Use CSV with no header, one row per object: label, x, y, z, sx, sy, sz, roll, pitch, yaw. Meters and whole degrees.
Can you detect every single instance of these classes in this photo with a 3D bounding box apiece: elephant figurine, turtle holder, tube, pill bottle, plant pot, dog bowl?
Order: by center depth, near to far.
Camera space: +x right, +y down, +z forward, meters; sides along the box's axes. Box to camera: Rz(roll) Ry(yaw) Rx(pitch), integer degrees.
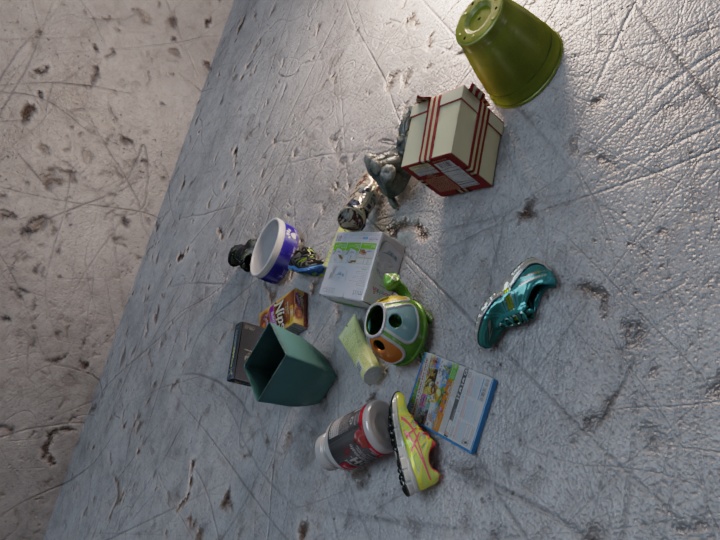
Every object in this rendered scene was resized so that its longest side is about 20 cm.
plant pot,0.314,-0.503,1.223,0.198,0.190,0.207,-27,51,40
pill bottle,-0.012,0.375,1.224,0.198,0.109,0.114,-36,46,35
turtle holder,0.082,0.111,1.232,0.139,0.129,0.191,20,86,54
tube,-0.002,0.193,1.357,0.056,0.053,0.201,-21,36,-10
plant pot,-0.169,0.255,1.415,0.144,0.197,0.142,-57,38,11
elephant figurine,0.116,-0.298,1.427,0.198,0.156,0.142,-40,75,-7
tube,-0.050,-0.095,1.585,0.056,0.052,0.206,21,81,10
dog bowl,-0.285,-0.063,1.817,0.199,0.077,0.205,-40,37,39

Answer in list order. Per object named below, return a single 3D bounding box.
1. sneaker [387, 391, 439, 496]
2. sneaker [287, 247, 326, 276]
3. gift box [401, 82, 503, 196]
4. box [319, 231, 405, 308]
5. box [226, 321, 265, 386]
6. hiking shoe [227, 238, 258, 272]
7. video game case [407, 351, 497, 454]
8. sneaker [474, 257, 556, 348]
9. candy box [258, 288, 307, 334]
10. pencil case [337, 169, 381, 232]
sneaker,0.108,0.345,1.120,0.079,0.087,0.206,93,166,-61
sneaker,-0.160,-0.029,1.666,0.197,0.069,0.086,10,84,56
gift box,0.208,-0.306,1.252,0.181,0.198,0.193,-2,67,45
box,0.000,0.000,1.426,0.197,0.095,0.183,3,74,52
box,-0.267,0.249,1.543,0.050,0.196,0.163,-25,52,47
hiking shoe,-0.429,-0.042,2.011,0.197,0.075,0.104,-25,49,41
video game case,0.179,0.263,1.122,0.197,0.017,0.148,13,83,54
sneaker,0.289,0.071,1.044,0.202,0.076,0.080,-55,47,15
candy box,-0.239,0.152,1.682,0.198,0.056,0.120,-33,47,36
pencil case,0.010,-0.191,1.475,0.088,0.078,0.203,-19,31,39
